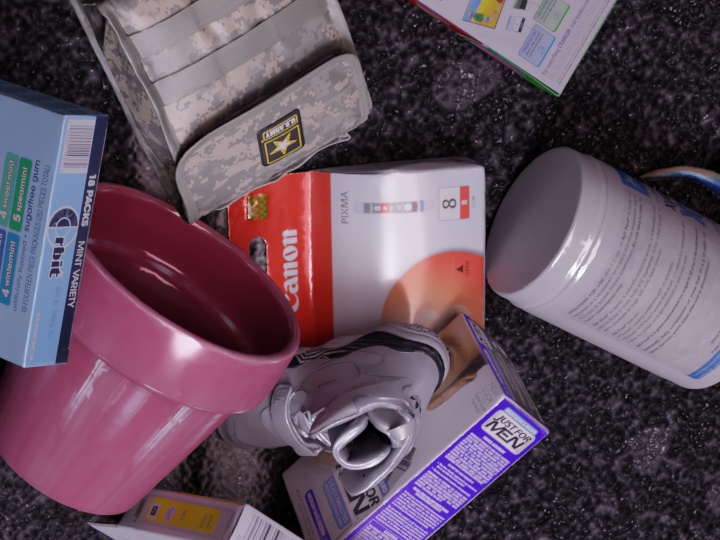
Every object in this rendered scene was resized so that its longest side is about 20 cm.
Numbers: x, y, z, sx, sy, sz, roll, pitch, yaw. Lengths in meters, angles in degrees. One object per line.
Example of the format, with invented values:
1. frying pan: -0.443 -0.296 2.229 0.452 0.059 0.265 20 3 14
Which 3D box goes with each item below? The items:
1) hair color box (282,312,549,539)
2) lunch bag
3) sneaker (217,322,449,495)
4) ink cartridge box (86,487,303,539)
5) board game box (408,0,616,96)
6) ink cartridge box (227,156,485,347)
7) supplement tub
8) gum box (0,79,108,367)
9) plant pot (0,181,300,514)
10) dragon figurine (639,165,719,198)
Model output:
1. hair color box: 0.039 0.140 1.529 0.200 0.110 0.065 -42 126 12
2. lunch bag: -0.093 -0.148 1.430 0.163 0.117 0.201 -32 116 -13
3. sneaker: -0.032 0.111 1.484 0.199 0.115 0.075 -19 118 25
4. ink cartridge box: -0.076 0.224 1.492 0.197 0.199 0.047 36 73 -31
5. board game box: 0.109 -0.249 1.516 0.199 0.040 0.154 31 93 -24
6. ink cartridge box: 0.000 0.000 1.541 0.198 0.050 0.164 -7 107 -21
7. supplement tub: 0.213 0.000 1.573 0.199 0.132 0.133 26 95 -25
8. gum box: -0.267 -0.046 1.354 0.044 0.199 0.171 -4 109 -52
9. plant pot: -0.169 0.067 1.430 0.199 0.200 0.180 26 110 -24
10. dragon figurine: 0.331 -0.053 1.639 0.198 0.059 0.100 -9 106 -20
